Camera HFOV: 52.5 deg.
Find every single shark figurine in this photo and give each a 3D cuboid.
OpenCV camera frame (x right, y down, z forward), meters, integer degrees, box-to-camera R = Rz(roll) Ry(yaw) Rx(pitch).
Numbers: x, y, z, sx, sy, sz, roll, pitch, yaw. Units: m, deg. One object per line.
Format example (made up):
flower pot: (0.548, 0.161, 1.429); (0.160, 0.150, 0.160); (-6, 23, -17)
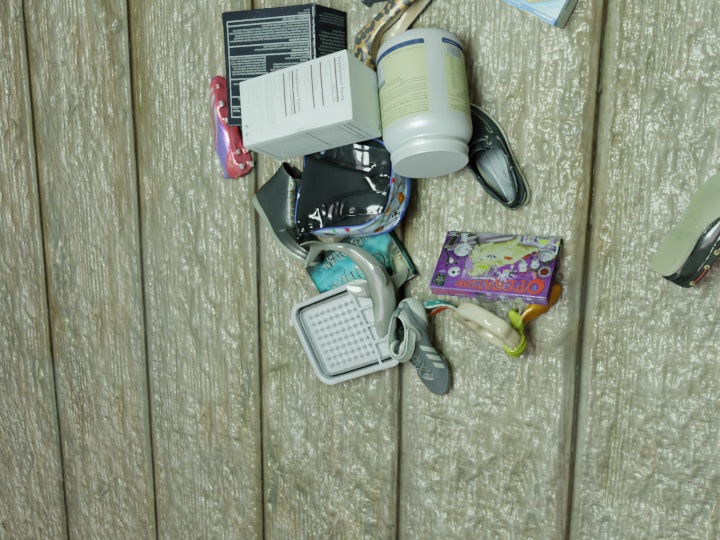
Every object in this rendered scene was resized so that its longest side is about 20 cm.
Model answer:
shark figurine: (0.006, -0.003, 1.258); (0.214, 0.089, 0.128); (44, 80, -2)

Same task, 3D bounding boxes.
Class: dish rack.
dish rack: (-0.022, 0.113, 1.370); (0.198, 0.043, 0.173); (-21, 96, 30)

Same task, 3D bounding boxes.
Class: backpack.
backpack: (-0.006, -0.140, 1.264); (0.189, 0.153, 0.203); (3, 88, 38)

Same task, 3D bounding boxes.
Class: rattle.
rattle: (0.215, 0.050, 1.245); (0.199, 0.129, 0.144); (29, 97, 54)

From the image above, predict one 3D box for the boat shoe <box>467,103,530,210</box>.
boat shoe: (0.205, -0.187, 1.196); (0.074, 0.066, 0.201); (-28, 86, 32)

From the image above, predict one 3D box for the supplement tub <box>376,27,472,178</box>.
supplement tub: (0.102, -0.264, 1.166); (0.144, 0.144, 0.203); (-11, 76, 30)

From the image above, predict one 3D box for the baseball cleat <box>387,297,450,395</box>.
baseball cleat: (0.095, 0.151, 1.282); (0.069, 0.106, 0.202); (-7, 113, 41)

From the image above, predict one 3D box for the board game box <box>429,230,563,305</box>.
board game box: (0.223, -0.007, 1.203); (0.198, 0.032, 0.121); (5, 61, 28)

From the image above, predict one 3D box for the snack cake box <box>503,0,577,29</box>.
snack cake box: (0.246, -0.468, 1.115); (0.199, 0.067, 0.116); (34, 115, 19)

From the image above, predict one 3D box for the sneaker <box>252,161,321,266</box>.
sneaker: (-0.124, -0.108, 1.384); (0.201, 0.074, 0.106); (51, 119, 20)

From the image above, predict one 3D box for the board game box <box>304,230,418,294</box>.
board game box: (0.000, 0.000, 1.372); (0.199, 0.028, 0.136); (-36, 82, 30)

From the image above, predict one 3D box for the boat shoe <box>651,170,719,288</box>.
boat shoe: (0.508, -0.067, 1.056); (0.063, 0.074, 0.203); (27, 105, -20)

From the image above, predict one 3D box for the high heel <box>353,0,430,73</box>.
high heel: (0.062, -0.391, 1.229); (0.141, 0.071, 0.203); (3, 93, 35)

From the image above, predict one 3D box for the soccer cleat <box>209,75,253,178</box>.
soccer cleat: (-0.271, -0.281, 1.449); (0.076, 0.066, 0.202); (-12, 97, 35)

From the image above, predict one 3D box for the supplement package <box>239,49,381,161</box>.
supplement package: (-0.079, -0.259, 1.170); (0.198, 0.113, 0.111); (-9, 82, 25)

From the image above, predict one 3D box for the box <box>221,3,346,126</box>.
box: (-0.135, -0.363, 1.318); (0.198, 0.123, 0.201); (6, 103, 27)
